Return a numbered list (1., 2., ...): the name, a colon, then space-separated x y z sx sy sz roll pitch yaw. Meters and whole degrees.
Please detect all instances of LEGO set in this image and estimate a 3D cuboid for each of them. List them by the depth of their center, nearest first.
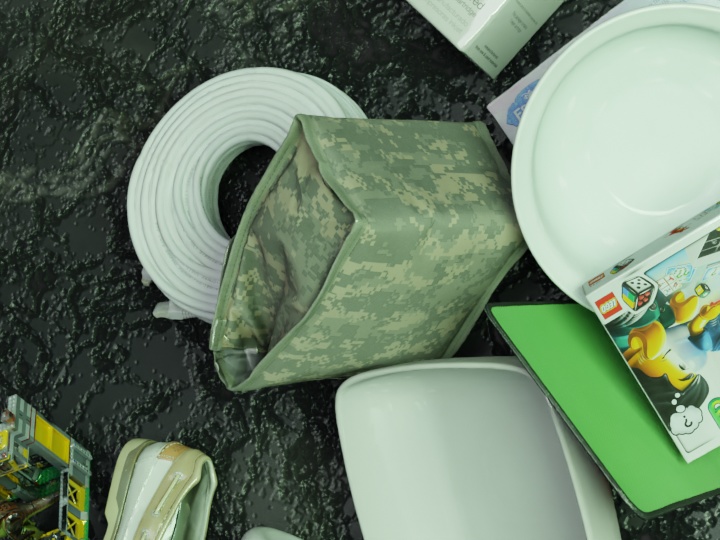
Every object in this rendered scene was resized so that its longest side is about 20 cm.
1. LEGO set: -0.295 0.182 1.209 0.198 0.116 0.155 -14 52 25

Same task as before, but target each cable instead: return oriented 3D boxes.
1. cable: -0.079 -0.056 1.210 0.198 0.069 0.202 6 83 22

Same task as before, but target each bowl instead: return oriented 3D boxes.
1. bowl: 0.193 -0.072 1.030 0.198 0.090 0.204 1 104 4
2. bowl: 0.087 0.148 1.067 0.199 0.074 0.202 -8 99 44

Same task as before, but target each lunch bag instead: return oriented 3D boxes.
1. lunch bag: 0.000 0.000 1.085 0.118 0.163 0.201 60 135 33

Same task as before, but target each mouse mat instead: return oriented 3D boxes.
1. mouse mat: 0.166 0.081 1.023 0.008 0.199 0.162 -44 68 23

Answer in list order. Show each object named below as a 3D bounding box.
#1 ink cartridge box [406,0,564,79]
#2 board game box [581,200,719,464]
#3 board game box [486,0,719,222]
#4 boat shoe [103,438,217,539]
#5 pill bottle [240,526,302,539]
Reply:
1. ink cartridge box: 0.104 -0.266 1.165 0.200 0.084 0.146 -48 68 8
2. board game box: 0.251 0.013 0.983 0.199 0.035 0.127 -32 99 11
3. board game box: 0.221 -0.092 1.112 0.199 0.043 0.200 -36 72 12
4. boat shoe: -0.154 0.226 1.189 0.068 0.075 0.203 2 81 27
5. pill bottle: -0.075 0.292 1.124 0.115 0.116 0.201 29 91 23
